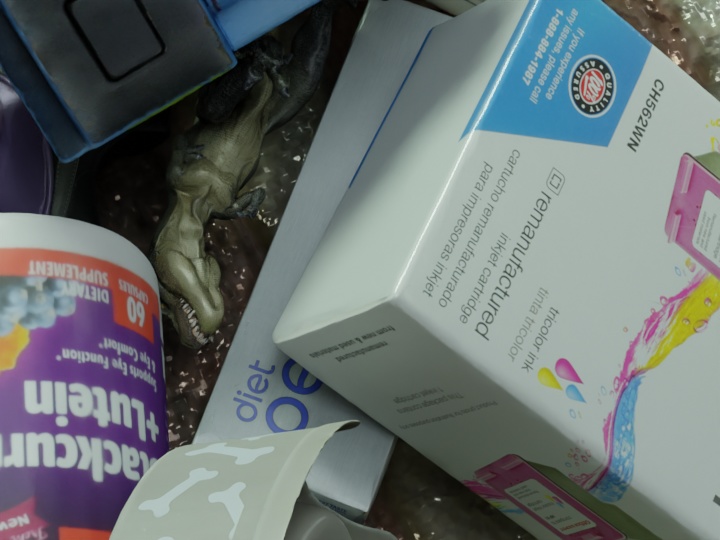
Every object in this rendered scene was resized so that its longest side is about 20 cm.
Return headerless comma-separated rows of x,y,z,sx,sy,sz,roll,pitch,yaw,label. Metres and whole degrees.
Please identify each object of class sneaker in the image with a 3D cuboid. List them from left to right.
-0.107,-0.086,0.831,0.087,0.076,0.201,26,67,-12,sneaker

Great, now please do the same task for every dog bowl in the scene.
-0.035,0.143,0.661,0.058,0.200,0.201,2,63,13,dog bowl

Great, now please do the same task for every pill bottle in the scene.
-0.115,0.092,0.713,0.111,0.112,0.201,-2,66,-9,pill bottle

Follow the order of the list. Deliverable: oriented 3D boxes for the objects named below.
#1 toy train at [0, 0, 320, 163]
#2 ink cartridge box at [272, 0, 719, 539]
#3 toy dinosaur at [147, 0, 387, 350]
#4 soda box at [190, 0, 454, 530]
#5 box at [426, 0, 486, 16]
-0.046,-0.121,0.734,0.199,0.087,0.114,-30,27,0,toy train
0.092,0.017,0.752,0.200,0.085,0.145,37,62,-20,ink cartridge box
-0.035,-0.070,0.798,0.047,0.088,0.201,29,55,-12,toy dinosaur
0.000,0.000,0.799,0.068,0.064,0.201,21,64,1,soda box
-0.002,-0.178,0.827,0.199,0.095,0.078,28,25,-15,box
